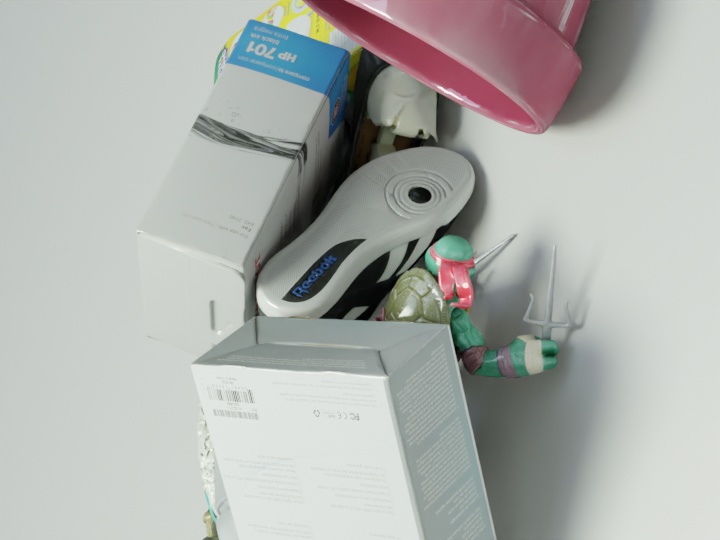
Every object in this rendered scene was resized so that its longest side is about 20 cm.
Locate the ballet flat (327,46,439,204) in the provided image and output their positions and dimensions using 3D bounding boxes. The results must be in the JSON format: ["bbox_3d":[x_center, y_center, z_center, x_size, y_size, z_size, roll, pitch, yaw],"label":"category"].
[{"bbox_3d":[0.024,-0.093,1.380,0.068,0.068,0.201,-131,51,-62],"label":"ballet flat"}]

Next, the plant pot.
[{"bbox_3d":[0.081,-0.215,1.243,0.180,0.200,0.200,-59,34,-2],"label":"plant pot"}]

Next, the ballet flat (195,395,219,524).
[{"bbox_3d":[-0.093,0.109,1.484,0.072,0.071,0.201,-38,51,44],"label":"ballet flat"}]

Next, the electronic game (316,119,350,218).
[{"bbox_3d":[-0.077,-0.047,1.510,0.200,0.042,0.201,-31,43,33],"label":"electronic game"}]

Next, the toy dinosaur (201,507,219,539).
[{"bbox_3d":[-0.117,0.262,1.468,0.088,0.048,0.201,-28,48,5],"label":"toy dinosaur"}]

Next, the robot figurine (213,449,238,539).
[{"bbox_3d":[-0.051,0.141,1.369,0.170,0.112,0.201,109,159,-63],"label":"robot figurine"}]

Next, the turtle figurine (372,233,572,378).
[{"bbox_3d":[0.055,0.044,1.265,0.150,0.100,0.201,55,131,52],"label":"turtle figurine"}]

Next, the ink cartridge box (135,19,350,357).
[{"bbox_3d":[-0.081,-0.053,1.340,0.147,0.085,0.201,96,-163,-58],"label":"ink cartridge box"}]

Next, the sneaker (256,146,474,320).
[{"bbox_3d":[0.000,0.000,1.331,0.073,0.200,0.112,37,147,25],"label":"sneaker"}]

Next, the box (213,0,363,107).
[{"bbox_3d":[-0.045,-0.166,1.483,0.199,0.048,0.118,-28,45,35],"label":"box"}]

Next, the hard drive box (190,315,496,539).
[{"bbox_3d":[-0.006,0.136,1.191,0.155,0.077,0.201,3,115,35],"label":"hard drive box"}]
